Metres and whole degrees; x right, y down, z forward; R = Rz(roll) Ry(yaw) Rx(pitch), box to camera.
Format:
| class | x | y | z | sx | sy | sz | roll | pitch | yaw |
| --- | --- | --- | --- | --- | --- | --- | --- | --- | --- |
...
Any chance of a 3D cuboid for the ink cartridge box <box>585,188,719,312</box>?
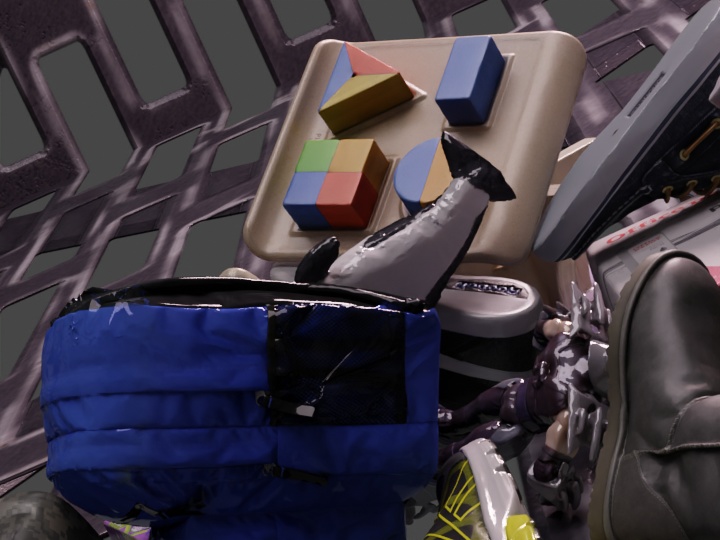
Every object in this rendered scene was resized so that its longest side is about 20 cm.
| class | x | y | z | sx | sy | sz | roll | pitch | yaw |
| --- | --- | --- | --- | --- | --- | --- | --- | --- | --- |
| ink cartridge box | 0.227 | 0.012 | 1.227 | 0.146 | 0.083 | 0.200 | -25 | 13 | 3 |

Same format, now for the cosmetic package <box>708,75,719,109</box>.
| class | x | y | z | sx | sy | sz | roll | pitch | yaw |
| --- | --- | --- | --- | --- | --- | --- | --- | --- | --- |
| cosmetic package | 0.313 | -0.090 | 1.163 | 0.113 | 0.200 | 0.081 | -57 | -1 | 24 |

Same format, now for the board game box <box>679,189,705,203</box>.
| class | x | y | z | sx | sy | sz | roll | pitch | yaw |
| --- | --- | --- | --- | --- | --- | --- | --- | --- | --- |
| board game box | 0.303 | -0.077 | 1.323 | 0.200 | 0.136 | 0.035 | -17 | 15 | 26 |

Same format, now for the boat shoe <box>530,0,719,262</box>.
| class | x | y | z | sx | sy | sz | roll | pitch | yaw |
| --- | --- | --- | --- | --- | --- | --- | --- | --- | --- |
| boat shoe | 0.199 | -0.067 | 1.274 | 0.200 | 0.091 | 0.071 | -51 | 8 | 7 |

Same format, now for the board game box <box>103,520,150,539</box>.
| class | x | y | z | sx | sy | sz | roll | pitch | yaw |
| --- | --- | --- | --- | --- | --- | --- | --- | --- | --- |
| board game box | -0.084 | 0.159 | 1.335 | 0.120 | 0.032 | 0.200 | -27 | 13 | -22 |

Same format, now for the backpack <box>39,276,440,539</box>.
| class | x | y | z | sx | sy | sz | roll | pitch | yaw |
| --- | --- | --- | --- | --- | --- | --- | --- | --- | --- |
| backpack | -0.071 | 0.085 | 1.090 | 0.200 | 0.168 | 0.163 | 5 | -15 | -17 |

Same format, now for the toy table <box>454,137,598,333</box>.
| class | x | y | z | sx | sy | sz | roll | pitch | yaw |
| --- | --- | --- | --- | --- | --- | --- | --- | --- | --- |
| toy table | 0.113 | -0.002 | 1.414 | 0.200 | 0.117 | 0.184 | -33 | 16 | -36 |

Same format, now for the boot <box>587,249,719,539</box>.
| class | x | y | z | sx | sy | sz | roll | pitch | yaw |
| --- | --- | --- | --- | --- | --- | --- | --- | --- | --- |
| boot | 0.202 | 0.065 | 0.969 | 0.073 | 0.182 | 0.200 | 16 | -17 | -29 |

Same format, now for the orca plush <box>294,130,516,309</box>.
| class | x | y | z | sx | sy | sz | roll | pitch | yaw |
| --- | --- | --- | --- | --- | --- | --- | --- | --- | --- |
| orca plush | 0.000 | 0.000 | 1.251 | 0.200 | 0.105 | 0.071 | -59 | 29 | -5 |

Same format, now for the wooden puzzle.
| class | x | y | z | sx | sy | sz | roll | pitch | yaw |
| --- | --- | --- | --- | --- | --- | --- | --- | --- | --- |
| wooden puzzle | 0.032 | -0.089 | 1.342 | 0.200 | 0.046 | 0.185 | 3 | 57 | 27 |

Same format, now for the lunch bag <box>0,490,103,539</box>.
| class | x | y | z | sx | sy | sz | roll | pitch | yaw |
| --- | --- | --- | --- | --- | --- | --- | --- | --- | --- |
| lunch bag | -0.217 | 0.232 | 1.081 | 0.200 | 0.139 | 0.168 | -21 | 31 | 22 |

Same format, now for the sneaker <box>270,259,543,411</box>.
| class | x | y | z | sx | sy | sz | roll | pitch | yaw |
| --- | --- | --- | --- | --- | --- | --- | --- | --- | --- |
| sneaker | 0.028 | 0.055 | 1.325 | 0.200 | 0.112 | 0.073 | 12 | 31 | 33 |

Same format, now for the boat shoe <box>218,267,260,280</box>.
| class | x | y | z | sx | sy | sz | roll | pitch | yaw |
| --- | --- | --- | --- | --- | --- | --- | --- | --- | --- |
| boat shoe | -0.059 | 0.063 | 1.373 | 0.071 | 0.063 | 0.200 | -5 | -24 | 15 |

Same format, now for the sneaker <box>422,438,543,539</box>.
| class | x | y | z | sx | sy | sz | roll | pitch | yaw |
| --- | --- | --- | --- | --- | --- | --- | --- | --- | --- |
| sneaker | 0.051 | 0.147 | 1.040 | 0.085 | 0.075 | 0.200 | -25 | 13 | 0 |

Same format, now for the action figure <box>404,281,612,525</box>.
| class | x | y | z | sx | sy | sz | roll | pitch | yaw |
| --- | --- | --- | --- | --- | --- | --- | --- | --- | --- |
| action figure | 0.091 | 0.083 | 1.169 | 0.200 | 0.069 | 0.130 | -28 | 33 | 38 |
